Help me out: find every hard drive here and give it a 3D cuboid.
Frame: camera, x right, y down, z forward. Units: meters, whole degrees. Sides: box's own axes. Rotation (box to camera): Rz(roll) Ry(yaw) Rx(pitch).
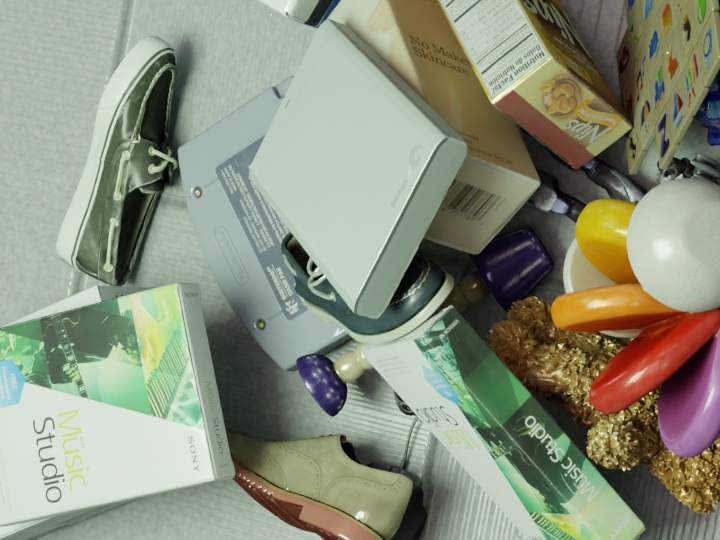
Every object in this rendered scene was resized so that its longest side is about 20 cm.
[{"bbox_3d":[-0.007,-0.073,1.267,0.132,0.026,0.200,-63,34,17],"label":"hard drive"}]

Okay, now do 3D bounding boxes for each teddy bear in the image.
[{"bbox_3d":[0.179,0.082,1.285,0.200,0.145,0.067,40,115,24],"label":"teddy bear"}]

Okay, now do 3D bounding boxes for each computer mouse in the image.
[{"bbox_3d":[0.030,0.141,1.403,0.058,0.034,0.201,20,96,23],"label":"computer mouse"}]

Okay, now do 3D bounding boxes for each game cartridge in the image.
[{"bbox_3d":[-0.058,-0.032,1.444,0.133,0.041,0.201,-30,77,16],"label":"game cartridge"}]

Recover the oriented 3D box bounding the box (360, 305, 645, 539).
[{"bbox_3d":[0.094,0.113,1.286,0.036,0.144,0.200,-45,97,-16],"label":"box"}]

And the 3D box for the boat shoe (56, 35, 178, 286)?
[{"bbox_3d":[-0.177,-0.085,1.482,0.064,0.071,0.201,27,107,22],"label":"boat shoe"}]

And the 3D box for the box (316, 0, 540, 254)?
[{"bbox_3d":[0.044,-0.116,1.318,0.078,0.095,0.200,-49,42,31],"label":"box"}]

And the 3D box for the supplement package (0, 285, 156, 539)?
[{"bbox_3d":[-0.237,0.118,1.477,0.199,0.111,0.156,-22,80,21],"label":"supplement package"}]

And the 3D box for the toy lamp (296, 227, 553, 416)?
[{"bbox_3d":[0.050,0.035,1.373,0.200,0.058,0.058,-32,77,10],"label":"toy lamp"}]

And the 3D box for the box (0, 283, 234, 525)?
[{"bbox_3d":[-0.198,0.101,1.373,0.199,0.036,0.145,-14,84,20],"label":"box"}]

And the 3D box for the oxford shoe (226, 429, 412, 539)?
[{"bbox_3d":[-0.037,0.155,1.406,0.200,0.070,0.075,23,73,42],"label":"oxford shoe"}]

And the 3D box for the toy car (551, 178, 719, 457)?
[{"bbox_3d":[0.215,0.042,1.193,0.199,0.175,0.150,25,74,-8],"label":"toy car"}]

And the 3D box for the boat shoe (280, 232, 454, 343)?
[{"bbox_3d":[0.000,0.000,1.307,0.075,0.200,0.062,-41,109,-11],"label":"boat shoe"}]

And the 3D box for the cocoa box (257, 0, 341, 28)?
[{"bbox_3d":[-0.076,-0.281,1.404,0.200,0.131,0.134,32,101,21],"label":"cocoa box"}]

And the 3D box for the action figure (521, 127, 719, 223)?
[{"bbox_3d":[0.188,-0.036,1.321,0.200,0.069,0.130,32,93,17],"label":"action figure"}]

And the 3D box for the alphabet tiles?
[{"bbox_3d":[0.198,-0.154,1.218,0.008,0.200,0.168,1,63,-7],"label":"alphabet tiles"}]

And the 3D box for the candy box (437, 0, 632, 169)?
[{"bbox_3d":[0.103,-0.175,1.298,0.055,0.115,0.200,-38,52,18],"label":"candy box"}]

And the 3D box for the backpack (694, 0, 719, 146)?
[{"bbox_3d":[0.294,-0.110,1.222,0.134,0.182,0.201,-1,97,32],"label":"backpack"}]
